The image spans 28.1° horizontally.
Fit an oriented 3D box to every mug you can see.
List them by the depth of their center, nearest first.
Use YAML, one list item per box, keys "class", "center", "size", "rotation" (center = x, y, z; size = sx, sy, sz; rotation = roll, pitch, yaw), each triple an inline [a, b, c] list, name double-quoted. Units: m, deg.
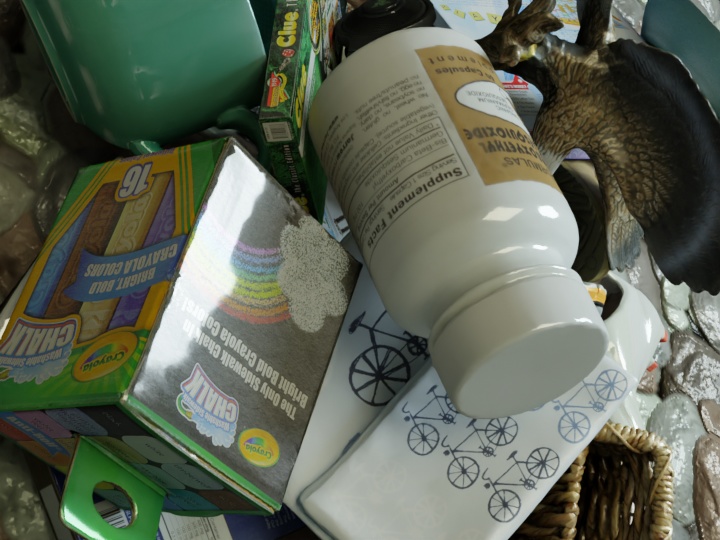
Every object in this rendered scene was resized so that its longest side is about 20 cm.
- class: "mug"
  center: [-0.129, -0.139, 0.852]
  size: [0.114, 0.152, 0.185]
  rotation: [-24, 54, -10]

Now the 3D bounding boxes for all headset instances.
- class: "headset"
  center: [0.042, -0.139, 0.948]
  size: [0.124, 0.094, 0.201]
  rotation: [52, 40, -55]

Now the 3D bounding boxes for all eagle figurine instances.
- class: "eagle figurine"
  center: [0.154, -0.088, 0.906]
  size: [0.200, 0.151, 0.152]
  rotation: [37, 44, -13]

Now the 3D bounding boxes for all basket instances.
- class: "basket"
  center: [0.079, 0.180, 0.840]
  size: [0.142, 0.149, 0.201]
  rotation: [15, 79, -29]

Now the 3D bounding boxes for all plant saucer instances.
- class: "plant saucer"
  center: [0.277, -0.135, 1.135]
  size: [0.036, 0.200, 0.200]
  rotation: [-35, 92, 5]

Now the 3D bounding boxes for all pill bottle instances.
- class: "pill bottle"
  center: [0.054, -0.026, 0.788]
  size: [0.114, 0.114, 0.200]
  rotation: [1, 52, -34]

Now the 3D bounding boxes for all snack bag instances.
- class: "snack bag"
  center: [0.025, 0.070, 0.824]
  size: [0.200, 0.021, 0.189]
  rotation: [40, 76, 18]

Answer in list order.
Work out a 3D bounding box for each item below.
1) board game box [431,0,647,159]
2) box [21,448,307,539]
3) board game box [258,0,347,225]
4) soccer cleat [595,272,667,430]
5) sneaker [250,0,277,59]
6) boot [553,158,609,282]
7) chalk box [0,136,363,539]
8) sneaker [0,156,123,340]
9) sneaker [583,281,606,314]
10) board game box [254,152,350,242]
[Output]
- class: "board game box"
  center: [0.135, -0.161, 1.073]
  size: [0.199, 0.041, 0.200]
  rotation: [-2, 45, -35]
- class: "box"
  center: [-0.094, 0.113, 0.852]
  size: [0.200, 0.032, 0.122]
  rotation: [-16, 80, -39]
- class: "board game box"
  center: [-0.033, -0.132, 0.890]
  size: [0.023, 0.105, 0.201]
  rotation: [0, 52, 8]
- class: "soccer cleat"
  center: [0.168, 0.087, 1.020]
  size: [0.078, 0.069, 0.200]
  rotation: [43, 44, -23]
- class: "sneaker"
  center: [-0.095, -0.227, 0.938]
  size: [0.080, 0.077, 0.201]
  rotation: [-41, 112, -72]
- class: "boot"
  center: [0.202, -0.066, 1.084]
  size: [0.199, 0.066, 0.175]
  rotation: [-3, 48, -35]
- class: "chalk box"
  center: [-0.105, 0.052, 0.748]
  size: [0.124, 0.123, 0.201]
  rotation: [44, 54, -38]
- class: "sneaker"
  center: [-0.157, 0.023, 0.823]
  size: [0.085, 0.073, 0.200]
  rotation: [39, 52, -11]
- class: "sneaker"
  center: [0.097, 0.040, 0.948]
  size: [0.200, 0.078, 0.078]
  rotation: [-5, 100, -52]
- class: "board game box"
  center: [0.000, 0.000, 0.940]
  size: [0.200, 0.035, 0.126]
  rotation: [47, 44, -18]
